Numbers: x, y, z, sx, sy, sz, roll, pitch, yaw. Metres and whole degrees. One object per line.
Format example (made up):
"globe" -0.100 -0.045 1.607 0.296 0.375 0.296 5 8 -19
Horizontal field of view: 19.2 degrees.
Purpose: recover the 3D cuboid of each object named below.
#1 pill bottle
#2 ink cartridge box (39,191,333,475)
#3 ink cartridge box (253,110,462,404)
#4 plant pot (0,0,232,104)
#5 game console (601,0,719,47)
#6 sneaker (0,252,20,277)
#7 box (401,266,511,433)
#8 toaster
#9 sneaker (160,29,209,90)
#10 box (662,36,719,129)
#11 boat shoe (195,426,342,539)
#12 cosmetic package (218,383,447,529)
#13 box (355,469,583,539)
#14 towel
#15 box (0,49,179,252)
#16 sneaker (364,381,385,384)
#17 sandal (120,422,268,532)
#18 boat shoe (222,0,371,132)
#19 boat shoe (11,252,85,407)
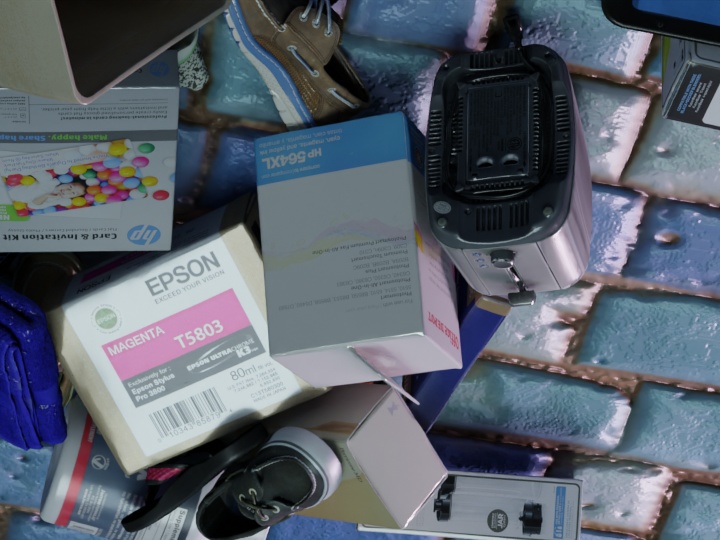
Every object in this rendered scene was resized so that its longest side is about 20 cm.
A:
"pill bottle" -0.180 0.193 1.935 0.199 0.120 0.120 16 135 -11
"ink cartridge box" -0.141 0.054 1.759 0.199 0.075 0.165 -24 108 14
"ink cartridge box" 0.000 0.000 1.639 0.125 0.201 0.129 -8 163 15
"plant pot" -0.227 -0.239 1.439 0.176 0.200 0.201 2 117 30
"game console" 0.279 -0.250 1.440 0.199 0.117 0.176 10 135 -5
"sneaker" -0.297 -0.033 1.755 0.078 0.070 0.200 14 135 -1
"box" 0.072 0.044 1.755 0.032 0.121 0.200 17 134 -13
"toaster" 0.114 -0.076 1.601 0.113 0.201 0.129 -6 151 14
"sneaker" -0.205 -0.145 1.635 0.199 0.077 0.089 -8 142 17
"box" 0.318 -0.149 1.529 0.199 0.117 0.060 11 140 -7
"boat shoe" -0.078 0.184 1.757 0.069 0.057 0.200 46 149 -5
"cosmetic package" -0.034 0.151 1.794 0.200 0.071 0.105 -1 129 49
"box" 0.097 0.211 1.924 0.199 0.060 0.117 4 175 3
"towel" -0.316 0.069 1.760 0.147 0.050 0.200 27 150 14
"box" -0.218 -0.088 1.622 0.155 0.041 0.200 -1 145 -9
"sneaker" 0.001 0.094 1.849 0.090 0.070 0.200 -13 130 23
"sandal" -0.146 0.165 1.800 0.045 0.075 0.200 51 136 1
"boat shoe" -0.049 -0.183 1.585 0.072 0.072 0.200 -15 142 14
"boat shoe" -0.271 0.066 1.845 0.071 0.076 0.201 8 133 2
